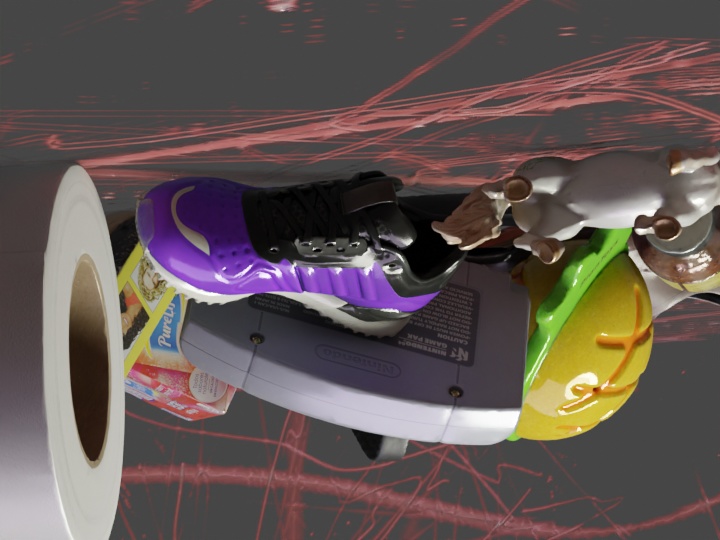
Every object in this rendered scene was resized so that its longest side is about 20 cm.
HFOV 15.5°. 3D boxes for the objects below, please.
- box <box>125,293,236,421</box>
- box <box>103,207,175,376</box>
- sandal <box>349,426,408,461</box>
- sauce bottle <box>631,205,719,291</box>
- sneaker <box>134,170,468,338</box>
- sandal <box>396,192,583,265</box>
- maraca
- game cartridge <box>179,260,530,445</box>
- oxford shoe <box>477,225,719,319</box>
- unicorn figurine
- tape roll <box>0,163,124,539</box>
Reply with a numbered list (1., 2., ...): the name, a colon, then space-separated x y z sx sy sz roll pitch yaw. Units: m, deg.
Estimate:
1. box: -0.124 0.035 1.730 0.099 0.096 0.200 25 172 -7
2. box: -0.173 0.046 1.530 0.075 0.050 0.200 -6 -141 31
3. sandal: 0.006 0.045 1.618 0.048 0.076 0.201 -2 -143 -17
4. sauce bottle: 0.191 -0.023 1.539 0.066 0.066 0.200 -3 176 8
5. sneaker: -0.024 -0.024 1.436 0.199 0.070 0.099 12 148 -38
6. sandal: 0.038 -0.022 1.606 0.199 0.043 0.076 -3 176 7
7. maraca: 0.131 0.032 1.661 0.107 0.137 0.200 30 147 12
8. game cartridge: -0.002 0.033 1.530 0.199 0.134 0.042 16 136 -6
9. oxford shoe: 0.172 -0.002 1.752 0.199 0.073 0.071 -1 176 -15
10. unicorn figurine: 0.146 -0.036 1.383 0.199 0.074 0.137 11 -172 11
11. tape roll: -0.204 0.049 1.347 0.138 0.204 0.203 -2 176 5
